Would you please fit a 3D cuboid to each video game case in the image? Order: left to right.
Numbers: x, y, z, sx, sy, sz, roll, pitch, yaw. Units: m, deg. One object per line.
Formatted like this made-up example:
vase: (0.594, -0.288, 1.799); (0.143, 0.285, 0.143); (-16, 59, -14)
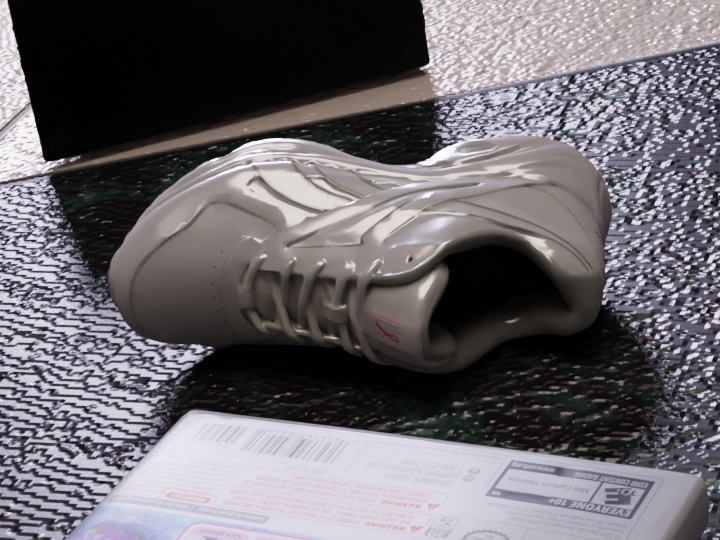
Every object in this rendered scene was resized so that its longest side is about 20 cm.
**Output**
video game case: (-0.013, 0.108, 0.731); (0.198, 0.024, 0.182); (5, 30, 27)

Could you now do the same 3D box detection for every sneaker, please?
sneaker: (0.000, 0.000, 0.885); (0.198, 0.078, 0.100); (-9, 29, 4)

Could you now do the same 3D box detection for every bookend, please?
bookend: (-0.089, -0.153, 1.201); (0.197, 0.093, 0.200); (-15, 26, -9)
